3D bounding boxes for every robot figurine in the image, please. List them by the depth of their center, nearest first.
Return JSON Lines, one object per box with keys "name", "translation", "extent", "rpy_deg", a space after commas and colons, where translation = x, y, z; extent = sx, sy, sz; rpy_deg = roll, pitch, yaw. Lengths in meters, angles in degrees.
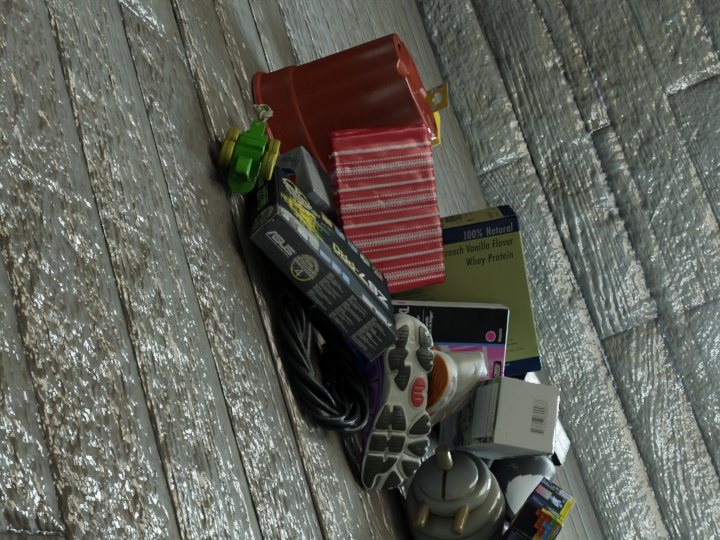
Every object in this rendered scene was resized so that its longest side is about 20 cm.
{"name": "robot figurine", "translation": [0.189, 0.293, 1.791], "extent": [0.150, 0.201, 0.125], "rpy_deg": [37, -18, -13]}

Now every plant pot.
{"name": "plant pot", "translation": [-0.012, -0.207, 1.744], "extent": [0.201, 0.193, 0.203], "rpy_deg": [-22, 90, -78]}

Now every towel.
{"name": "towel", "translation": [0.032, -0.075, 1.606], "extent": [0.022, 0.143, 0.203], "rpy_deg": [3, -78, 62]}

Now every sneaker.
{"name": "sneaker", "translation": [0.036, 0.151, 1.520], "extent": [0.083, 0.080, 0.203], "rpy_deg": [8, -93, 63]}
{"name": "sneaker", "translation": [0.087, 0.161, 1.586], "extent": [0.091, 0.200, 0.076], "rpy_deg": [-7, 62, -33]}

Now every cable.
{"name": "cable", "translation": [-0.042, 0.088, 1.456], "extent": [0.201, 0.050, 0.164], "rpy_deg": [-92, 157, -56]}

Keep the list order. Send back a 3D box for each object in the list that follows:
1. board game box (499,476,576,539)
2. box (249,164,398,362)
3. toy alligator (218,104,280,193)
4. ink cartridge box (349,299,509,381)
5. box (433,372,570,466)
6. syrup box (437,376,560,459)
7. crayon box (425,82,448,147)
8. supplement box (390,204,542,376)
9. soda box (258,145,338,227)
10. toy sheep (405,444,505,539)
{"name": "board game box", "translation": [0.192, 0.348, 1.624], "extent": [0.056, 0.166, 0.200], "rpy_deg": [34, 6, 12]}
{"name": "box", "translation": [-0.043, -0.011, 1.470], "extent": [0.200, 0.049, 0.162], "rpy_deg": [46, 15, -20]}
{"name": "toy alligator", "translation": [-0.123, -0.129, 1.475], "extent": [0.201, 0.058, 0.055], "rpy_deg": [-84, -170, -65]}
{"name": "ink cartridge box", "translation": [0.083, 0.087, 1.620], "extent": [0.037, 0.197, 0.096], "rpy_deg": [-148, -119, -75]}
{"name": "box", "translation": [0.181, 0.200, 1.909], "extent": [0.050, 0.196, 0.201], "rpy_deg": [-63, 141, -30]}
{"name": "syrup box", "translation": [0.165, 0.182, 1.612], "extent": [0.200, 0.080, 0.080], "rpy_deg": [147, -47, -72]}
{"name": "crayon box", "translation": [0.051, -0.209, 2.012], "extent": [0.126, 0.198, 0.052], "rpy_deg": [-83, 148, -65]}
{"name": "supplement box", "translation": [0.120, 0.036, 1.722], "extent": [0.134, 0.197, 0.203], "rpy_deg": [-78, 157, -82]}
{"name": "soda box", "translation": [-0.058, -0.078, 1.627], "extent": [0.200, 0.067, 0.064], "rpy_deg": [44, 27, -64]}
{"name": "toy sheep", "translation": [0.115, 0.291, 1.619], "extent": [0.139, 0.136, 0.202], "rpy_deg": [-97, 179, -50]}
